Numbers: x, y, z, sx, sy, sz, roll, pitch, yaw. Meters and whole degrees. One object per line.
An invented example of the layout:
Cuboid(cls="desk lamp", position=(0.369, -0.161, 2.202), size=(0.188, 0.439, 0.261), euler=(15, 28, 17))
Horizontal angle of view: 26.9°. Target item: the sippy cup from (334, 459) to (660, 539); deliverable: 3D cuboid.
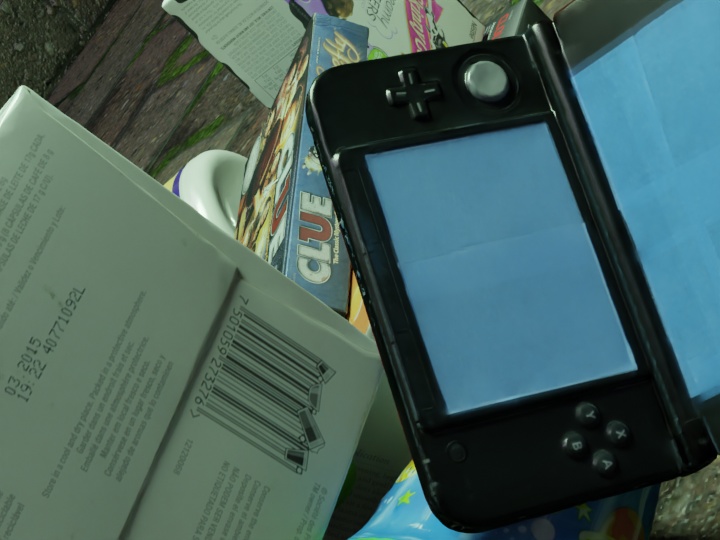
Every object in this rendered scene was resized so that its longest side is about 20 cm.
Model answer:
Cuboid(cls="sippy cup", position=(0.063, 0.119, 0.642), size=(0.131, 0.177, 0.140), euler=(-57, 0, -33))

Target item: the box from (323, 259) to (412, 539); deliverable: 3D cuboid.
Cuboid(cls="box", position=(0.019, 0.068, 0.766), size=(0.125, 0.096, 0.202), euler=(-108, 37, -67))

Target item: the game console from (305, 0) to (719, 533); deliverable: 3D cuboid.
Cuboid(cls="game console", position=(0.090, -0.024, 0.577), size=(0.170, 0.202, 0.119), euler=(-11, -20, -18))

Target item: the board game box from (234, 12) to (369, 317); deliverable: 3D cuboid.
Cuboid(cls="board game box", position=(-0.039, -0.023, 0.819), size=(0.136, 0.034, 0.202), euler=(121, 159, -47))

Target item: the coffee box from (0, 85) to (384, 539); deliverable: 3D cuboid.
Cuboid(cls="coffee box", position=(-0.143, 0.087, 0.652), size=(0.197, 0.199, 0.201), euler=(-28, 33, 51))

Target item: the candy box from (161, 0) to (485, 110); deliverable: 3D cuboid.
Cuboid(cls="candy box", position=(-0.016, -0.164, 0.980), size=(0.071, 0.200, 0.169), euler=(-32, 27, 33))

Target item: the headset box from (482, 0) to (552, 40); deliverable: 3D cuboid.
Cuboid(cls="headset box", position=(0.072, -0.092, 1.069), size=(0.199, 0.075, 0.149), euler=(-30, 28, 40))

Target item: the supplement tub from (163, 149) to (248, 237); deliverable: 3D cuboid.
Cuboid(cls="supplement tub", position=(-0.144, 0.015, 1.215), size=(0.199, 0.145, 0.146), euler=(-37, 23, 25))
